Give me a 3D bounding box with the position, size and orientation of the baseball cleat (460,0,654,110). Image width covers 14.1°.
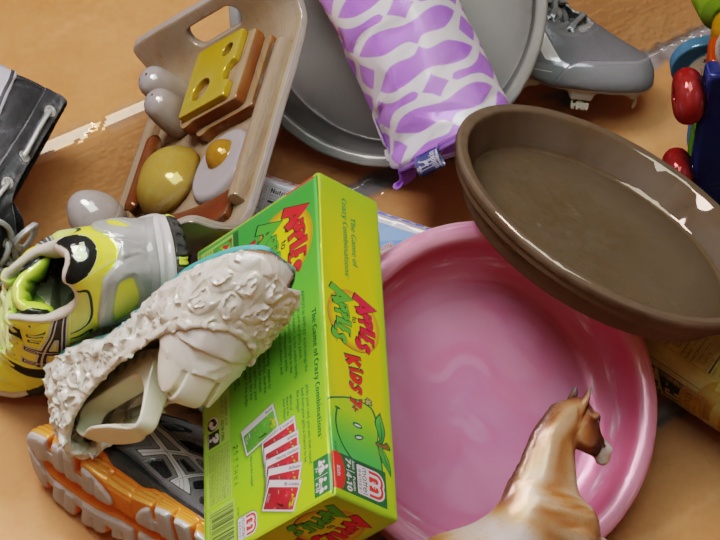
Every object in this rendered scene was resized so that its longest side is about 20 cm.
[{"bbox_3d":[0.094,-0.172,1.817,0.199,0.107,0.070,17,22,11],"label":"baseball cleat"}]

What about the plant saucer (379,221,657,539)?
[{"bbox_3d":[0.068,0.075,1.639,0.200,0.051,0.201,4,77,-17],"label":"plant saucer"}]

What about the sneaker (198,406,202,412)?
[{"bbox_3d":[-0.063,0.067,1.668,0.199,0.077,0.082,10,61,7],"label":"sneaker"}]

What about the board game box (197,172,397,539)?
[{"bbox_3d":[-0.036,0.059,1.565,0.048,0.101,0.201,26,46,-37],"label":"board game box"}]

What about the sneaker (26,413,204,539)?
[{"bbox_3d":[-0.093,0.127,1.623,0.200,0.078,0.077,35,56,22],"label":"sneaker"}]

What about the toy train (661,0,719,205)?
[{"bbox_3d":[0.223,-0.137,1.741,0.084,0.200,0.116,-2,50,-2],"label":"toy train"}]

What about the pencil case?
[{"bbox_3d":[0.016,-0.152,1.735,0.084,0.085,0.201,-18,82,-55],"label":"pencil case"}]

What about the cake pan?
[{"bbox_3d":[0.019,-0.164,1.791,0.199,0.037,0.201,0,92,13],"label":"cake pan"}]

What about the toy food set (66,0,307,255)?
[{"bbox_3d":[-0.113,-0.081,1.725,0.060,0.143,0.201,35,51,-28],"label":"toy food set"}]

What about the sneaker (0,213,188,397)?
[{"bbox_3d":[-0.174,0.015,1.632,0.076,0.200,0.076,4,65,-34],"label":"sneaker"}]

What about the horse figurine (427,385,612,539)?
[{"bbox_3d":[0.077,0.170,1.570,0.200,0.133,0.050,-32,17,-16],"label":"horse figurine"}]

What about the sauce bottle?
[{"bbox_3d":[0.172,0.032,1.702,0.200,0.066,0.066,34,61,24],"label":"sauce bottle"}]

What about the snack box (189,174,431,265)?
[{"bbox_3d":[0.000,0.000,1.720,0.199,0.024,0.072,18,97,12],"label":"snack box"}]

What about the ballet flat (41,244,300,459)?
[{"bbox_3d":[-0.100,0.053,1.551,0.072,0.200,0.072,19,57,-33],"label":"ballet flat"}]

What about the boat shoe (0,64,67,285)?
[{"bbox_3d":[-0.228,-0.026,1.732,0.068,0.074,0.200,23,61,-9],"label":"boat shoe"}]

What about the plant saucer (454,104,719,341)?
[{"bbox_3d":[0.138,-0.025,1.657,0.199,0.030,0.200,23,29,-13],"label":"plant saucer"}]
